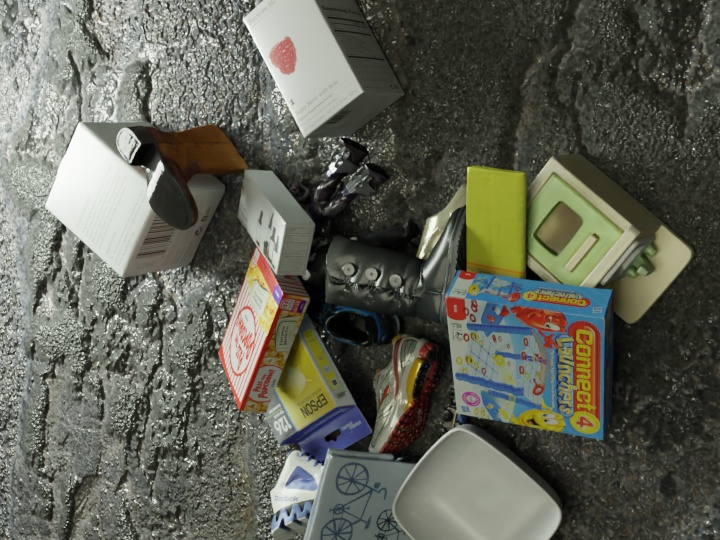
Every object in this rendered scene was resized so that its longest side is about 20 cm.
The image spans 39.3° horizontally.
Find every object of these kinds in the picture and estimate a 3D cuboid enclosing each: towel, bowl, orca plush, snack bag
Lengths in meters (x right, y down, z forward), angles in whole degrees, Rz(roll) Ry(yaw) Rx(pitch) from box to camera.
[{"bbox_3d":[0.174,-0.031,1.275,0.086,0.018,0.201,12,114,36],"label":"towel"},{"bbox_3d":[0.165,0.322,1.402,0.200,0.075,0.200,39,114,8],"label":"bowl"},{"bbox_3d":[0.000,0.000,1.451,0.199,0.105,0.071,-14,58,6],"label":"orca plush"},{"bbox_3d":[0.024,0.351,1.466,0.021,0.199,0.190,-131,52,-65],"label":"snack bag"}]

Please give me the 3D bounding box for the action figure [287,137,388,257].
[{"bbox_3d":[-0.054,-0.099,1.489,0.200,0.069,0.130,-47,64,24],"label":"action figure"}]

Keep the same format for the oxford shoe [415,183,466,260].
[{"bbox_3d":[0.112,-0.032,1.409,0.200,0.071,0.074,-49,58,20],"label":"oxford shoe"}]

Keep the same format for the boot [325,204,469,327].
[{"bbox_3d":[0.052,-0.019,1.359,0.199,0.066,0.166,12,91,30],"label":"boot"}]

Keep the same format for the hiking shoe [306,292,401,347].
[{"bbox_3d":[-0.037,0.057,1.493,0.199,0.087,0.075,18,106,28],"label":"hiking shoe"}]

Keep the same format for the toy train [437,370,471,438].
[{"bbox_3d":[0.150,0.162,1.428,0.046,0.034,0.201,16,105,16],"label":"toy train"}]

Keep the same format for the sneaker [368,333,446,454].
[{"bbox_3d":[0.056,0.184,1.471,0.082,0.078,0.201,31,107,36],"label":"sneaker"}]

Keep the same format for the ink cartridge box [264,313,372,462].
[{"bbox_3d":[-0.090,0.192,1.536,0.198,0.047,0.201,-40,73,50],"label":"ink cartridge box"}]

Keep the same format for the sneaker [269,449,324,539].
[{"bbox_3d":[-0.059,0.314,1.524,0.198,0.081,0.116,-25,59,6],"label":"sneaker"}]

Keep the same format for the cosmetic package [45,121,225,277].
[{"bbox_3d":[-0.362,-0.119,1.620,0.200,0.165,0.165,40,115,20],"label":"cosmetic package"}]

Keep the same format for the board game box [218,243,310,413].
[{"bbox_3d":[-0.145,0.084,1.491,0.201,0.046,0.152,-69,28,22],"label":"board game box"}]

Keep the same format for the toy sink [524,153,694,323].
[{"bbox_3d":[0.292,-0.033,1.264,0.200,0.112,0.131,45,118,18],"label":"toy sink"}]

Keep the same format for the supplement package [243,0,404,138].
[{"bbox_3d":[-0.052,-0.304,1.430,0.121,0.120,0.201,-33,79,31],"label":"supplement package"}]

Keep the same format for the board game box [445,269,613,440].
[{"bbox_3d":[0.214,0.107,1.263,0.195,0.056,0.201,7,128,23],"label":"board game box"}]

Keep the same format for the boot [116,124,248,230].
[{"bbox_3d":[-0.248,-0.144,1.527,0.188,0.200,0.069,47,120,21],"label":"boot"}]

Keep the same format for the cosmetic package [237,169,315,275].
[{"bbox_3d":[-0.129,-0.074,1.488,0.200,0.050,0.083,50,131,54],"label":"cosmetic package"}]
